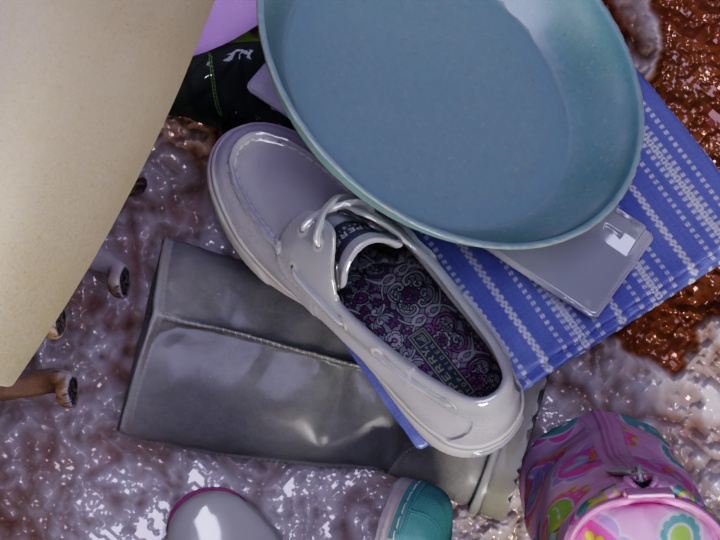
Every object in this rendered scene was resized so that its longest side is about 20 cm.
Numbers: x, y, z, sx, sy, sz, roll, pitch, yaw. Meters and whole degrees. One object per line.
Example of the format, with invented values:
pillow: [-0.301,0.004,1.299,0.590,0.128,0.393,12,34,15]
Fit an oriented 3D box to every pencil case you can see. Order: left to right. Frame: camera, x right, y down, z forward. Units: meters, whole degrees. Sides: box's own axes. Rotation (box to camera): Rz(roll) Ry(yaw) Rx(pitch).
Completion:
pencil case: [0.122,0.118,1.243,0.087,0.200,0.088,0,96,-1]

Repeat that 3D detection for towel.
towel: [0.073,-0.018,1.291,0.200,0.024,0.145,-32,71,-14]

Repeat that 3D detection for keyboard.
keyboard: [0.042,-0.052,1.278,0.200,0.011,0.056,34,68,9]

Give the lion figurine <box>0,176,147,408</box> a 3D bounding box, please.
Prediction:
lion figurine: [-0.182,0.010,1.279,0.122,0.200,0.073,0,122,17]

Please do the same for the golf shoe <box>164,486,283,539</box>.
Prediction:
golf shoe: [-0.043,0.195,1.267,0.075,0.092,0.201,-17,81,-8]

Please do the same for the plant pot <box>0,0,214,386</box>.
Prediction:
plant pot: [-0.170,-0.058,1.154,0.187,0.187,0.201,13,87,-4]

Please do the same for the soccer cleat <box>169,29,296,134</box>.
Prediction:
soccer cleat: [-0.020,-0.074,1.329,0.199,0.068,0.081,3,80,-9]

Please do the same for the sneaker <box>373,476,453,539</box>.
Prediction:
sneaker: [0.041,0.199,1.270,0.080,0.071,0.201,2,86,10]

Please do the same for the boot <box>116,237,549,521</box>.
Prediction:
boot: [-0.003,0.021,1.320,0.199,0.073,0.182,17,77,3]

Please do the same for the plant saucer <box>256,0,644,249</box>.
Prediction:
plant saucer: [0.037,-0.090,1.249,0.199,0.036,0.200,14,56,-21]

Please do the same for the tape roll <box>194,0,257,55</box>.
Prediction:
tape roll: [-0.104,-0.204,1.297,0.200,0.066,0.201,-7,71,21]

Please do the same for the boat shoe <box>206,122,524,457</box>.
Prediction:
boat shoe: [0.000,0.000,1.231,0.072,0.069,0.200,-31,69,-14]
